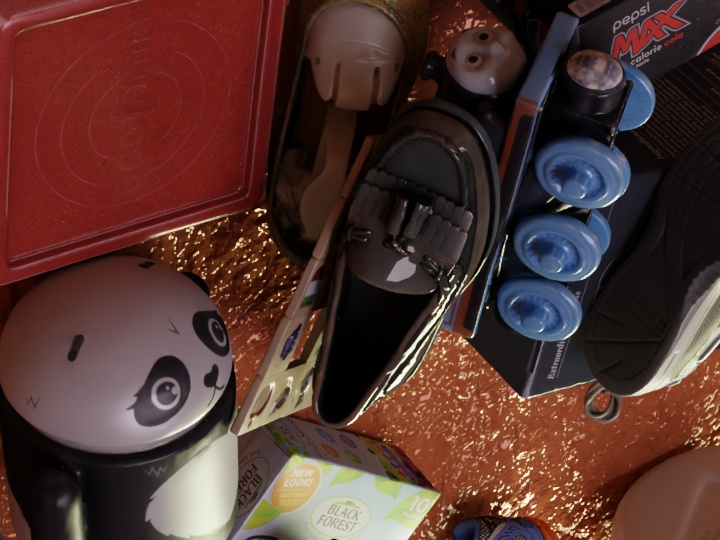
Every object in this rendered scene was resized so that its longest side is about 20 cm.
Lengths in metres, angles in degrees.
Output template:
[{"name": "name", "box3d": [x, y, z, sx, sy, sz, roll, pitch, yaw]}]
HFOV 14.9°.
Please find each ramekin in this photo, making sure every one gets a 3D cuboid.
[{"name": "ramekin", "box3d": [0.255, 0.203, 1.816, 0.200, 0.200, 0.098, -23, 131, -24]}]

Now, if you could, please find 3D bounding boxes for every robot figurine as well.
[{"name": "robot figurine", "box3d": [-0.122, 0.086, 1.419, 0.124, 0.151, 0.201, -11, 134, -13]}]

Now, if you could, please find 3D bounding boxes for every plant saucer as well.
[{"name": "plant saucer", "box3d": [-0.116, -0.083, 1.342, 0.199, 0.037, 0.200, -17, 135, -29]}]

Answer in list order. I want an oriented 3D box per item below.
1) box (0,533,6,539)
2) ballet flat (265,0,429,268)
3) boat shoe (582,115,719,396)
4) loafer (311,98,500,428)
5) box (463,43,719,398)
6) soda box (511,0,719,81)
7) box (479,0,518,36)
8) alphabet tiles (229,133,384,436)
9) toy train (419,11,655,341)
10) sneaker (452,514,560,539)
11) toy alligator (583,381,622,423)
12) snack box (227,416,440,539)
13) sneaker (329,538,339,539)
[{"name": "box", "box3d": [-0.249, 0.228, 1.450, 0.200, 0.117, 0.060, -35, 144, -13]}, {"name": "ballet flat", "box3d": [-0.008, -0.084, 1.402, 0.070, 0.071, 0.201, -13, 134, -33]}, {"name": "boat shoe", "box3d": [0.197, -0.015, 1.486, 0.065, 0.074, 0.202, 0, 128, -49]}, {"name": "loafer", "box3d": [0.018, 0.004, 1.364, 0.063, 0.072, 0.200, -56, 168, -42]}, {"name": "box", "box3d": [0.156, -0.032, 1.575, 0.199, 0.107, 0.149, -12, 132, -35]}, {"name": "soda box", "box3d": [0.175, -0.162, 1.427, 0.200, 0.063, 0.071, -30, 140, -17]}, {"name": "box", "box3d": [0.140, -0.206, 1.446, 0.200, 0.048, 0.158, -48, 141, 5]}, {"name": "alphabet tiles", "box3d": [0.000, 0.000, 1.461, 0.168, 0.008, 0.200, -65, 167, 12]}, {"name": "toy train", "box3d": [0.075, -0.044, 1.390, 0.200, 0.114, 0.087, 102, 9, -50]}, {"name": "sneaker", "box3d": [0.044, 0.233, 1.763, 0.078, 0.075, 0.200, 29, 96, -42]}, {"name": "toy alligator", "box3d": [0.211, 0.021, 1.722, 0.200, 0.059, 0.054, -42, -177, -2]}, {"name": "snack box", "box3d": [-0.063, 0.183, 1.623, 0.142, 0.053, 0.200, 19, 111, -50]}, {"name": "sneaker", "box3d": [-0.014, 0.228, 1.606, 0.079, 0.075, 0.200, -38, 142, -11]}]
